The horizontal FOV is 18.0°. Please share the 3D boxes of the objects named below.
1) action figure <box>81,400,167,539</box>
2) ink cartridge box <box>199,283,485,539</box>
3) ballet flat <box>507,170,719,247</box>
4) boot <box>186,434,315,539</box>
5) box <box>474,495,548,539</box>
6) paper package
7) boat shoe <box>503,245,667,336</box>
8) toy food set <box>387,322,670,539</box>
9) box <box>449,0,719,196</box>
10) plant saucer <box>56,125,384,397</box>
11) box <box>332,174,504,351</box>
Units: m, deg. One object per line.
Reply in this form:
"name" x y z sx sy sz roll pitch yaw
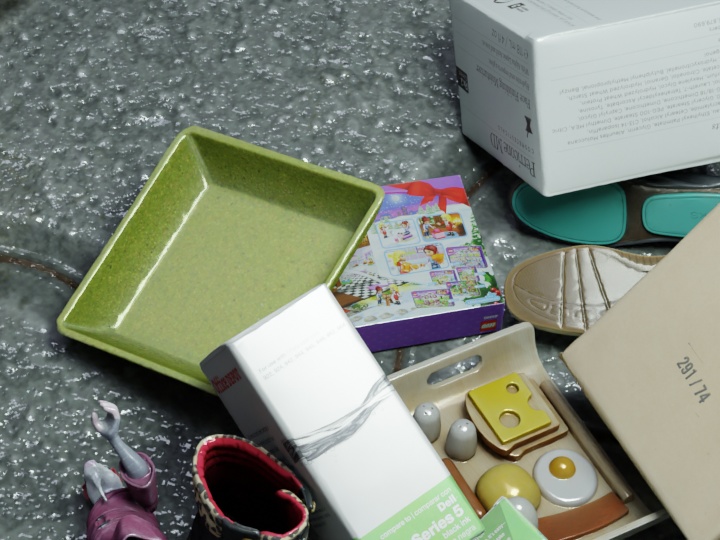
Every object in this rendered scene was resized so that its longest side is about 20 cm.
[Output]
"action figure" -0.156 0.191 1.576 0.149 0.134 0.200 33 15 -22
"ink cartridge box" -0.016 0.119 1.560 0.084 0.145 0.200 -32 89 -15
"ballet flat" 0.220 -0.055 1.839 0.199 0.073 0.073 4 49 7
"boot" -0.053 0.213 1.531 0.073 0.151 0.200 -26 56 -24
"box" 0.113 0.270 1.536 0.144 0.036 0.200 -43 62 -4
"paper package" 0.276 0.079 1.637 0.103 0.191 0.200 21 30 -50
"boat shoe" 0.211 0.019 1.772 0.199 0.065 0.072 -6 74 1
"toy food set" 0.115 0.133 1.669 0.143 0.061 0.200 -21 55 -20
"box" 0.198 -0.163 1.829 0.199 0.131 0.199 -12 21 -14
"plant saucer" -0.100 0.003 1.727 0.199 0.048 0.200 19 68 31
"box" 0.000 0.000 1.788 0.199 0.039 0.137 -9 52 -10
